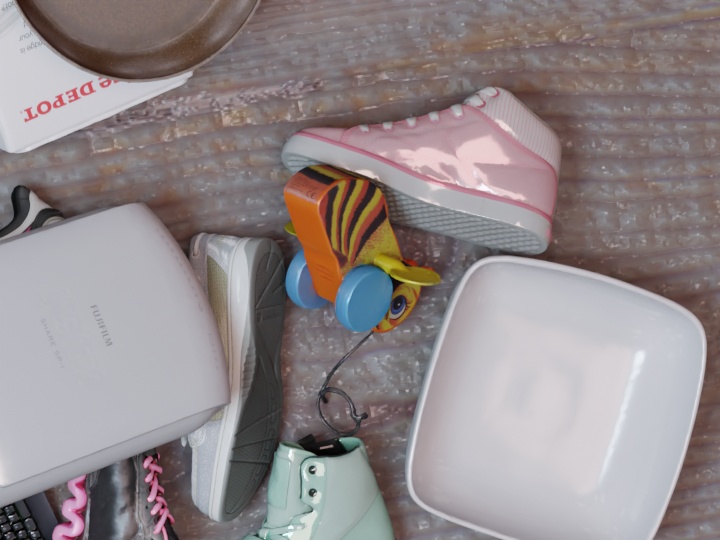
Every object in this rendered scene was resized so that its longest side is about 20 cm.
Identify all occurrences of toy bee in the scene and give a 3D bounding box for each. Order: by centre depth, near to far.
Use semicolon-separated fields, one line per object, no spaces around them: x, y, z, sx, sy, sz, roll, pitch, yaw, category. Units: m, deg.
0.000;0.000;1.732;0.131;0.200;0.109;39;53;22;toy bee

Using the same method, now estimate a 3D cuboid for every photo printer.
-0.190;0.050;1.624;0.200;0.069;0.167;-19;81;-29;photo printer

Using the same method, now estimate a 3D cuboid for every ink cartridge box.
-0.217;-0.198;1.645;0.145;0.084;0.200;-26;109;-21;ink cartridge box

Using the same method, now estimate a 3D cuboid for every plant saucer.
-0.150;-0.224;1.611;0.200;0.032;0.201;-6;102;-29;plant saucer

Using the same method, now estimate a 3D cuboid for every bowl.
0.136;0.096;1.769;0.200;0.075;0.200;16;91;-11;bowl

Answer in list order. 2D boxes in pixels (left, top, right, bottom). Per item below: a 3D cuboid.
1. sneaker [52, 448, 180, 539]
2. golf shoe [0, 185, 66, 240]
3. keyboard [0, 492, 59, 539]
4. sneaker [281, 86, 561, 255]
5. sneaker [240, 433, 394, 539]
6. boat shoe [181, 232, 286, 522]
-0.158;0.166;1.702;0.095;0.079;0.200;17;98;15;sneaker
-0.283;0.024;1.687;0.200;0.073;0.092;-37;95;-16;golf shoe
-0.287;0.150;1.673;0.127;0.021;0.200;-27;125;-9;keyboard
0.050;-0.087;1.746;0.200;0.075;0.105;16;72;-1;sneaker
-0.072;0.184;1.714;0.200;0.074;0.118;-22;109;-30;sneaker
-0.097;0.075;1.730;0.065;0.074;0.202;7;96;25;boat shoe
